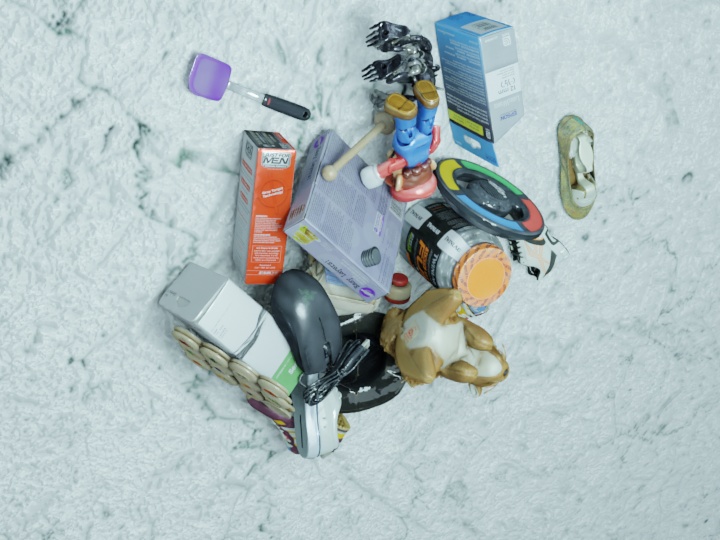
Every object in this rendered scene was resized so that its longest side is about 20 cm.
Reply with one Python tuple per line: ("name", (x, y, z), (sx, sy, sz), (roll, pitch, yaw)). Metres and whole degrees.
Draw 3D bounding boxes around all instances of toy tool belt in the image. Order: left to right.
("toy tool belt", (0.000, 0.000, 1.410), (0.197, 0.125, 0.125), (-5, 123, -24))

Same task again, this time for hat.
("hat", (-0.016, 0.141, 1.490), (0.197, 0.081, 0.204), (-5, 110, -14))

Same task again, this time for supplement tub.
("supplement tub", (0.148, -0.028, 1.420), (0.121, 0.200, 0.125), (-10, 116, -21))

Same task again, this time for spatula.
("spatula", (-0.155, -0.251, 1.282), (0.198, 0.021, 0.057), (17, 103, -31))

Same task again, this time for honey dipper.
("honey dipper", (0.005, -0.191, 1.321), (0.200, 0.038, 0.038), (-45, 130, -38))

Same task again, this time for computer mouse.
("computer mouse", (-0.060, 0.088, 1.312), (0.138, 0.052, 0.202), (-41, 118, -29))

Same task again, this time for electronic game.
("electronic game", (0.203, -0.114, 1.411), (0.197, 0.201, 0.042), (12, 123, -29))

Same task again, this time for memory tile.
("memory tile", (-0.188, 0.154, 1.334), (0.017, 0.198, 0.154), (-59, 169, -19))

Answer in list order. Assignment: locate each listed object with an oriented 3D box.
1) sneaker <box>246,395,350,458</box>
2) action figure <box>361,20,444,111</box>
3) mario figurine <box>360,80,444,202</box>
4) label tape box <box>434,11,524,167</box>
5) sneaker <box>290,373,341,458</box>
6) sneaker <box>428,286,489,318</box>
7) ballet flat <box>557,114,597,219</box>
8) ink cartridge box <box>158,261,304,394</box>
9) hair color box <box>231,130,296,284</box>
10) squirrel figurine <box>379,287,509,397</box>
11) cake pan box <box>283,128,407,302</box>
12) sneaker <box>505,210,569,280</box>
("sneaker", (-0.114, 0.258, 1.488), (0.198, 0.075, 0.091), (27, 106, -27))
("action figure", (0.058, -0.300, 1.317), (0.199, 0.100, 0.121), (8, 80, -67))
("mario figurine", (0.062, -0.188, 1.324), (0.121, 0.107, 0.202), (2, 139, 0))
("label tape box", (0.184, -0.276, 1.361), (0.065, 0.143, 0.203), (-22, 120, -14))
("sneaker", (-0.068, 0.193, 1.416), (0.070, 0.073, 0.204), (-7, 102, -32))
("sneaker", (0.166, 0.057, 1.531), (0.200, 0.090, 0.075), (-47, 123, 0))
("ballet flat", (0.381, -0.168, 1.550), (0.070, 0.071, 0.203), (-22, 120, -15))
("ink cartridge box", (-0.184, 0.086, 1.337), (0.200, 0.145, 0.085), (45, 74, -33))
("hair color box", (-0.143, -0.093, 1.310), (0.060, 0.102, 0.203), (0, 113, -20))
("squirrel figurine", (0.134, 0.123, 1.399), (0.185, 0.199, 0.144), (24, 75, -35))
("cake pan box", (-0.016, -0.085, 1.329), (0.052, 0.202, 0.184), (-23, 129, 36))
("sneaker", (0.286, -0.055, 1.551), (0.080, 0.074, 0.200), (-47, 123, 3))
